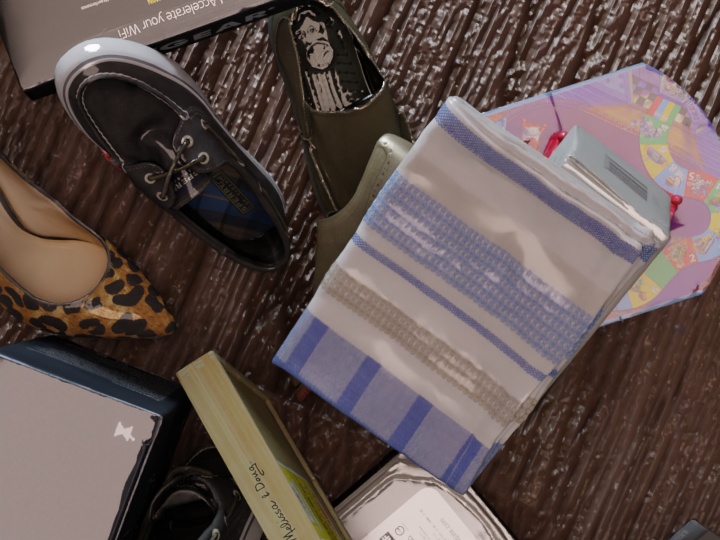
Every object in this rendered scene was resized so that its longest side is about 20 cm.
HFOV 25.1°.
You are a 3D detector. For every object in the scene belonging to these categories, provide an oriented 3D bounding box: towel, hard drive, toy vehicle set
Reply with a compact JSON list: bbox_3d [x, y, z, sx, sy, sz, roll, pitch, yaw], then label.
[{"bbox_3d":[0.057,0.017,0.926,0.147,0.024,0.200,36,109,1],"label":"towel"},{"bbox_3d":[0.010,0.218,1.051,0.200,0.038,0.140,-39,90,0],"label":"hard drive"},{"bbox_3d":[-0.036,0.149,0.973,0.026,0.124,0.201,-33,68,1],"label":"toy vehicle set"}]

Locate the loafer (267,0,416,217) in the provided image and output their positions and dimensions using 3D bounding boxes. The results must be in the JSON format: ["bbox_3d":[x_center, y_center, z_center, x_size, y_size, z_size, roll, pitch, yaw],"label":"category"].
[{"bbox_3d":[-0.008,-0.089,1.033,0.075,0.070,0.201,-26,90,-1],"label":"loafer"}]

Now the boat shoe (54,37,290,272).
[{"bbox_3d":[-0.106,-0.061,0.979,0.070,0.066,0.200,-34,135,8],"label":"boat shoe"}]

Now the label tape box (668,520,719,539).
[{"bbox_3d":[0.245,0.237,0.972,0.066,0.200,0.143,-39,91,-3],"label":"label tape box"}]

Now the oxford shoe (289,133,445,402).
[{"bbox_3d":[0.000,0.000,1.010,0.075,0.070,0.200,45,124,16],"label":"oxford shoe"}]

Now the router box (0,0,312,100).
[{"bbox_3d":[-0.134,-0.207,0.974,0.199,0.051,0.150,-20,91,-4],"label":"router box"}]

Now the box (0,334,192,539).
[{"bbox_3d":[-0.180,0.129,0.967,0.106,0.200,0.149,21,89,-1],"label":"box"}]

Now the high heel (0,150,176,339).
[{"bbox_3d":[-0.199,-0.026,0.992,0.199,0.143,0.072,27,63,1],"label":"high heel"}]

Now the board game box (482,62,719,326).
[{"bbox_3d":[0.148,-0.042,1.050,0.199,0.039,0.159,-17,90,0],"label":"board game box"}]

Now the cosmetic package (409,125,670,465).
[{"bbox_3d":[0.099,0.020,0.988,0.081,0.113,0.200,38,107,-1],"label":"cosmetic package"}]

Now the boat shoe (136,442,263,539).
[{"bbox_3d":[-0.098,0.150,0.967,0.068,0.200,0.057,-11,112,7],"label":"boat shoe"}]

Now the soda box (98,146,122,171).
[{"bbox_3d":[-0.184,-0.165,1.031,0.063,0.070,0.201,-32,90,-3],"label":"soda box"}]
